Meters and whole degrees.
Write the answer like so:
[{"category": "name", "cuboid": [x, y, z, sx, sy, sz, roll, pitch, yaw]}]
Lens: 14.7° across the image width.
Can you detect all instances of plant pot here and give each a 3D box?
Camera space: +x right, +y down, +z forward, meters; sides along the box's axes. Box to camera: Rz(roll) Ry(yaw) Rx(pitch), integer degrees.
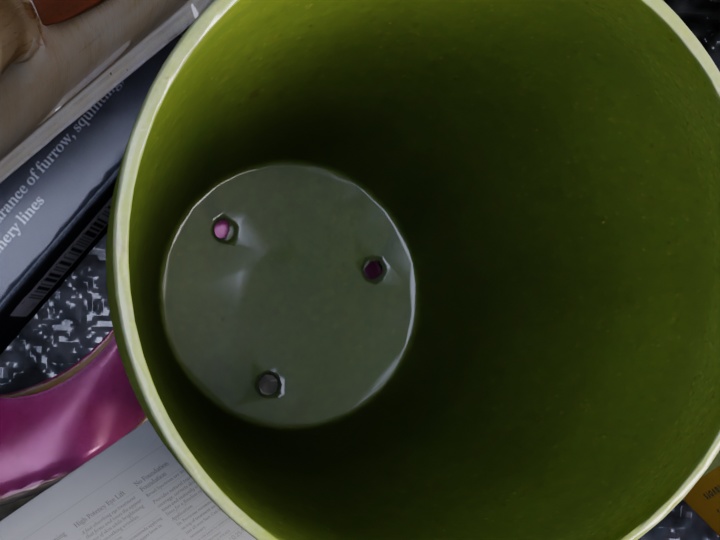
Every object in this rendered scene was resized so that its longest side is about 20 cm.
[{"category": "plant pot", "cuboid": [0.000, 0.000, 0.844, 0.187, 0.200, 0.188, 1, 87, -15]}]

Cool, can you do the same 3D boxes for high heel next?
[{"category": "high heel", "cuboid": [-0.088, 0.011, 0.955, 0.200, 0.067, 0.096, -25, 97, -5]}]

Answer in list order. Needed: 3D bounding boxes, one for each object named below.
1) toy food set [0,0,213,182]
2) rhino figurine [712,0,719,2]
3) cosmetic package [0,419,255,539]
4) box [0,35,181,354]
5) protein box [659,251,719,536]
[{"category": "toy food set", "cuboid": [-0.132, -0.129, 0.819, 0.060, 0.143, 0.200, -32, 88, -43]}, {"category": "rhino figurine", "cuboid": [0.067, -0.123, 0.917, 0.060, 0.200, 0.088, -38, 78, 38]}, {"category": "cosmetic package", "cuboid": [-0.102, 0.126, 0.827, 0.083, 0.051, 0.200, 41, 47, 17]}, {"category": "box", "cuboid": [-0.167, -0.074, 0.943, 0.200, 0.107, 0.148, 42, 89, 1]}, {"category": "protein box", "cuboid": [0.218, 0.026, 0.890, 0.200, 0.135, 0.199, 45, 62, 2]}]
